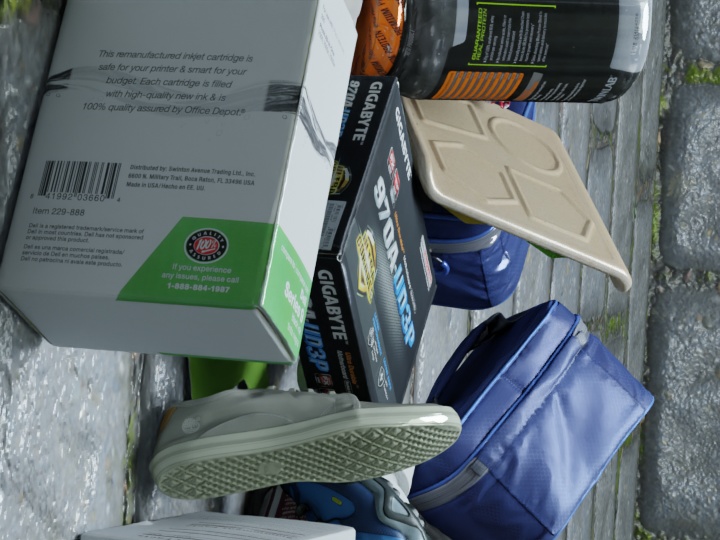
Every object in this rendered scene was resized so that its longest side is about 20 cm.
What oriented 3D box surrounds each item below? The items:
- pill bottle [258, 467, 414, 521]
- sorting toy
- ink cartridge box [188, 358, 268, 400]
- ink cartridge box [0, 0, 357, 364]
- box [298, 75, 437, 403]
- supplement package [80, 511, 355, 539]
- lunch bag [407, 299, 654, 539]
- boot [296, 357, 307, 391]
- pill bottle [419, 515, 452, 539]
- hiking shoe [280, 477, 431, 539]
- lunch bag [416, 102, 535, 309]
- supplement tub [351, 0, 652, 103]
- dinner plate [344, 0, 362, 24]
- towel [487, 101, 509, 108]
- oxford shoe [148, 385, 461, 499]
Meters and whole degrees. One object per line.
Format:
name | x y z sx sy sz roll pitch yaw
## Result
pill bottle | -0.024 0.201 1.428 0.110 0.109 0.200 76 24 -47
sorting toy | 0.094 -0.072 1.446 0.037 0.200 0.185 -50 -147 23
ink cartridge box | -0.056 0.023 1.332 0.148 0.075 0.201 -44 134 -67
ink cartridge box | -0.091 -0.062 1.063 0.084 0.145 0.201 60 38 -62
box | 0.000 0.000 1.305 0.200 0.046 0.159 78 23 -45
supplement package | -0.085 0.211 1.218 0.200 0.109 0.114 9 85 -74
lunch bag | 0.118 0.114 1.557 0.200 0.132 0.136 -51 -171 -25
boot | 0.009 0.043 1.439 0.073 0.096 0.200 32 24 -25
pill bottle | 0.010 0.271 1.558 0.200 0.116 0.117 -70 158 -45
hiking shoe | 0.008 0.203 1.325 0.087 0.200 0.074 -36 169 -31
lunch bag | 0.065 -0.072 1.600 0.133 0.135 0.200 76 25 -46
supplement tub | 0.088 -0.177 1.382 0.122 0.199 0.123 180 -90 -70
dinner plate | -0.024 -0.219 1.253 0.200 0.024 0.201 -5 90 -78
towel | 0.092 -0.238 1.506 0.145 0.022 0.201 -84 168 -62
oxford shoe | -0.035 0.098 1.255 0.075 0.199 0.058 101 -21 -52
